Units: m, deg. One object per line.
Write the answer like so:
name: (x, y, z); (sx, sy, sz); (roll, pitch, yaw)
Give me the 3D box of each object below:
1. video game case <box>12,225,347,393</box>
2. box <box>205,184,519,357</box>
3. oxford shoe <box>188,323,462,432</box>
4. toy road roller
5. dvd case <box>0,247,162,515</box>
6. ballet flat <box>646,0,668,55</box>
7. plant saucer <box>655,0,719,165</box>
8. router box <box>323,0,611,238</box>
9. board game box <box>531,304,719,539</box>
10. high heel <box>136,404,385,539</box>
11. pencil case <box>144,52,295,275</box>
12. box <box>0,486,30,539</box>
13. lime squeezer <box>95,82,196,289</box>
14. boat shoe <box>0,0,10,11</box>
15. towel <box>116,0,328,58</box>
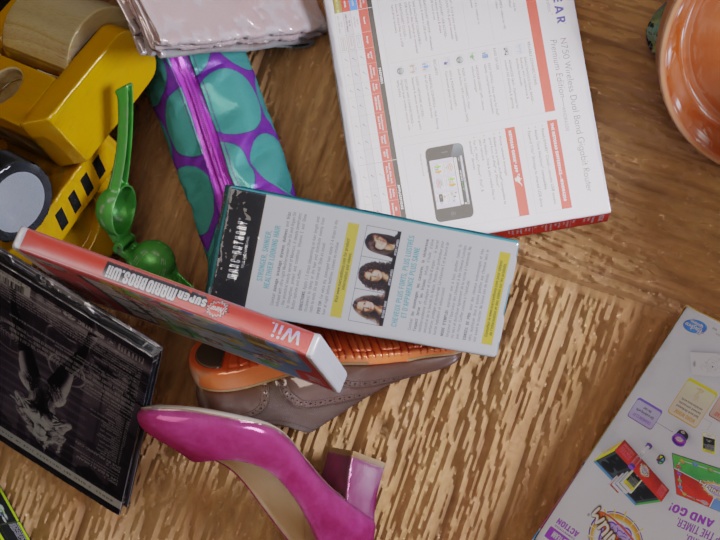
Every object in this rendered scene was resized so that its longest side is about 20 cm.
video game case: (-0.111, 0.028, 0.902); (0.200, 0.143, 0.017); (19, 79, 10)
box: (0.000, 0.000, 0.947); (0.200, 0.049, 0.082); (11, 94, -9)
oxford shoe: (-0.020, 0.072, 1.010); (0.200, 0.071, 0.073); (-7, 121, -3)
toy road roller: (-0.220, -0.088, 1.002); (0.123, 0.146, 0.200); (24, 74, 37)
dvd case: (-0.214, 0.078, 0.976); (0.149, 0.200, 0.016); (30, 48, 9)
ballet flat: (0.302, -0.192, 0.986); (0.200, 0.074, 0.074); (-12, 83, 5)
plant saucer: (0.301, -0.156, 0.953); (0.200, 0.032, 0.200); (0, 123, 0)
router box: (0.076, -0.119, 1.016); (0.179, 0.049, 0.200); (-9, 83, 6)
board game box: (0.226, 0.140, 0.934); (0.200, 0.040, 0.153); (-56, 42, -1)
high heel: (-0.072, 0.154, 0.959); (0.067, 0.200, 0.096); (1, 72, 51)
pencil case: (-0.102, -0.095, 1.013); (0.085, 0.092, 0.200); (-23, 81, 7)
box: (-0.301, 0.159, 0.962); (0.048, 0.193, 0.200); (-32, 82, 1)
lime squeezer: (-0.140, -0.028, 0.973); (0.071, 0.038, 0.200); (-23, 103, 11)
boat shoe: (-0.225, -0.245, 1.054); (0.201, 0.072, 0.066); (-11, 88, 10)
towel: (-0.126, -0.237, 0.988); (0.032, 0.200, 0.191); (-34, 81, 34)
